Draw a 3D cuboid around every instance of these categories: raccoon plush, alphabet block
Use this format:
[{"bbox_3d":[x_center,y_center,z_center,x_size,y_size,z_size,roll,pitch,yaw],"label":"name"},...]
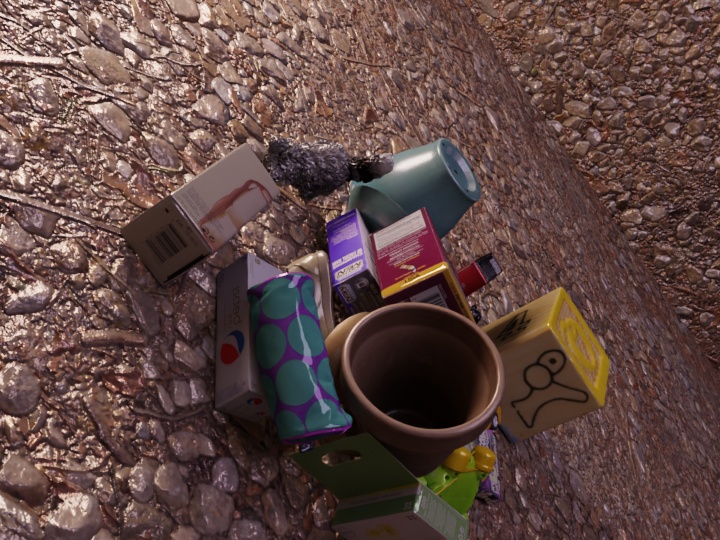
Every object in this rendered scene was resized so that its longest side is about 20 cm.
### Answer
[{"bbox_3d":[-0.060,-0.181,1.173,0.134,0.199,0.098,12,63,-70],"label":"raccoon plush"},{"bbox_3d":[0.346,0.183,1.450,0.196,0.199,0.196,55,29,-8],"label":"alphabet block"}]

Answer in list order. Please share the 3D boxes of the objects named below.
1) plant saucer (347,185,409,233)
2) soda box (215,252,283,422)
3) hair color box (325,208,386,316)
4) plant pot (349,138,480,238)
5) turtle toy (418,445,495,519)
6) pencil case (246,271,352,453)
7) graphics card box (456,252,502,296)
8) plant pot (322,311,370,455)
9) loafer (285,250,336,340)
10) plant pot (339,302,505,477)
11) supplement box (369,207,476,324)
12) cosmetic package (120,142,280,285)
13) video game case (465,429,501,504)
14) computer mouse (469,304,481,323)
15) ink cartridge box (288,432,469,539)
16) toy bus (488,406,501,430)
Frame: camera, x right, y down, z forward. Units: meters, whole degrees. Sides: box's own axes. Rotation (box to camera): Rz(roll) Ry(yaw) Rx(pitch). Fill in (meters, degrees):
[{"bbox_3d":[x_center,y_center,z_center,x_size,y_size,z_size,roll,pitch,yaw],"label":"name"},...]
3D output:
[{"bbox_3d":[0.041,-0.052,1.254,0.036,0.200,0.200,-42,103,-19],"label":"plant saucer"},{"bbox_3d":[-0.138,0.082,0.937,0.068,0.063,0.201,31,41,-41],"label":"soda box"},{"bbox_3d":[0.000,0.000,1.152,0.110,0.064,0.200,59,9,-29],"label":"hair color box"},{"bbox_3d":[0.113,-0.143,1.390,0.200,0.187,0.201,39,34,-32],"label":"plant pot"},{"bbox_3d":[0.098,0.300,1.049,0.199,0.101,0.147,22,91,-48],"label":"turtle toy"},{"bbox_3d":[-0.072,0.103,0.869,0.092,0.085,0.201,2,62,-38],"label":"pencil case"},{"bbox_3d":[0.193,0.024,1.403,0.051,0.125,0.200,58,19,4],"label":"graphics card box"},{"bbox_3d":[0.013,0.159,1.030,0.199,0.027,0.202,-4,96,-43],"label":"plant pot"},{"bbox_3d":[-0.069,0.074,1.047,0.076,0.068,0.202,96,-11,-75],"label":"loafer"},{"bbox_3d":[0.069,0.170,0.938,0.198,0.175,0.201,3,44,-3],"label":"plant pot"},{"bbox_3d":[0.090,0.018,1.092,0.131,0.103,0.200,60,10,-27],"label":"supplement box"},{"bbox_3d":[-0.197,-0.076,0.949,0.088,0.103,0.200,54,31,-13],"label":"cosmetic package"},{"bbox_3d":[0.174,0.268,1.253,0.181,0.036,0.201,41,38,-39],"label":"video game case"},{"bbox_3d":[0.158,0.150,1.180,0.046,0.141,0.200,34,-16,22],"label":"computer mouse"},{"bbox_3d":[0.018,0.285,0.907,0.200,0.145,0.048,44,42,-25],"label":"ink cartridge box"},{"bbox_3d":[0.148,0.213,1.129,0.199,0.065,0.079,0,87,-57],"label":"toy bus"}]
